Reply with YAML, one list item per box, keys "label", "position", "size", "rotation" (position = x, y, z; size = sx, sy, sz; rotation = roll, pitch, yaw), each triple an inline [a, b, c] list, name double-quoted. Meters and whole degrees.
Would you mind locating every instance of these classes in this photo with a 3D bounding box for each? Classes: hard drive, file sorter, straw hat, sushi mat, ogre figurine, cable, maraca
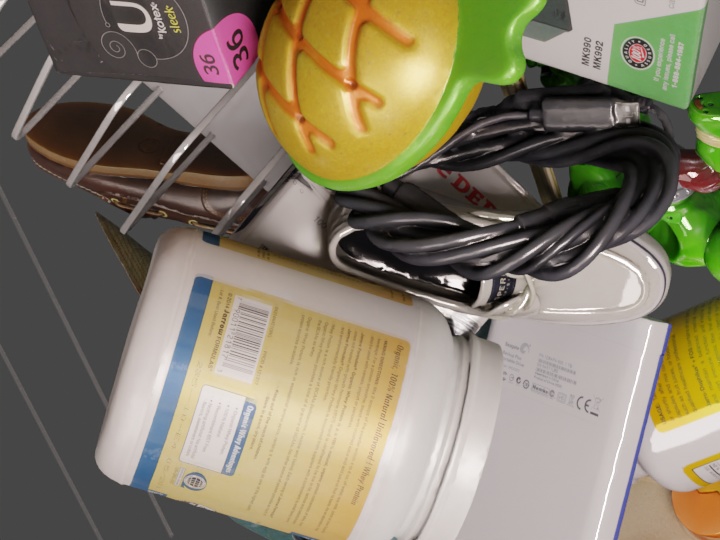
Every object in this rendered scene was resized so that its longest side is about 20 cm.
- label: "hard drive"
  position: [0.111, 0.113, 1.294]
  size: [0.025, 0.202, 0.131]
  rotation: [10, -173, -40]
- label: "file sorter"
  position: [-0.135, -0.113, 1.335]
  size: [0.200, 0.125, 0.139]
  rotation: [41, 147, -2]
- label: "straw hat"
  position: [-0.105, 0.020, 1.528]
  size: [0.202, 0.085, 0.201]
  rotation: [60, 176, 6]
- label: "sushi mat"
  position: [0.111, -0.061, 1.305]
  size: [0.012, 0.096, 0.201]
  rotation: [-22, 125, 1]
- label: "ogre figurine"
  position: [0.181, -0.059, 1.247]
  size: [0.198, 0.098, 0.121]
  rotation: [12, 129, 16]
- label: "cable"
  position: [0.074, -0.042, 1.157]
  size: [0.198, 0.164, 0.051]
  rotation: [-2, 124, 12]
- label: "maraca"
  position: [0.020, -0.120, 1.105]
  size: [0.106, 0.138, 0.199]
  rotation: [4, 156, -43]

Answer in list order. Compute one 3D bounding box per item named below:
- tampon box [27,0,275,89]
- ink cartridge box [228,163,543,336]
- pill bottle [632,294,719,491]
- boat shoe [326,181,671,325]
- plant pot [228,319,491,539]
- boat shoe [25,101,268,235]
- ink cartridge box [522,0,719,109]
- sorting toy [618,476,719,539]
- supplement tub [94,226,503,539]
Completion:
- label: "tampon box"
  position: [-0.094, -0.222, 1.186]
  size: [0.125, 0.201, 0.151]
  rotation: [7, 135, 29]
- label: "ink cartridge box"
  position: [0.000, 0.000, 1.292]
  size: [0.145, 0.200, 0.084]
  rotation: [41, 179, -8]
- label: "pill bottle"
  position: [0.222, 0.069, 1.297]
  size: [0.199, 0.105, 0.105]
  rotation: [-24, 117, 22]
- label: "boat shoe"
  position: [0.077, -0.004, 1.207]
  size: [0.198, 0.066, 0.073]
  rotation: [16, 115, 0]
- label: "plant pot"
  position: [0.008, 0.091, 1.441]
  size: [0.195, 0.201, 0.197]
  rotation: [26, 140, 9]
- label: "boat shoe"
  position: [-0.144, -0.064, 1.489]
  size: [0.198, 0.071, 0.071]
  rotation: [15, 134, 22]
- label: "ink cartridge box"
  position: [0.100, -0.188, 1.136]
  size: [0.198, 0.084, 0.147]
  rotation: [19, 141, 16]
- label: "sorting toy"
  position: [0.181, 0.158, 1.383]
  size: [0.200, 0.036, 0.186]
  rotation: [41, 104, 31]
- label: "supplement tub"
  position: [-0.034, 0.070, 1.178]
  size: [0.198, 0.146, 0.145]
  rotation: [17, 142, -6]
